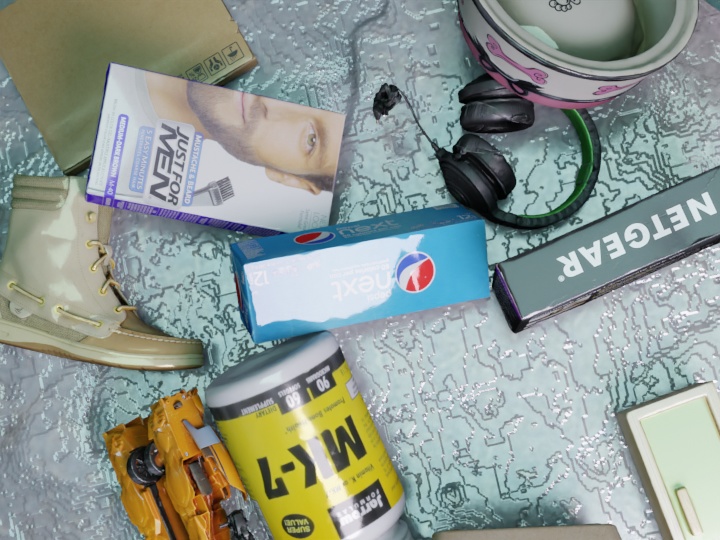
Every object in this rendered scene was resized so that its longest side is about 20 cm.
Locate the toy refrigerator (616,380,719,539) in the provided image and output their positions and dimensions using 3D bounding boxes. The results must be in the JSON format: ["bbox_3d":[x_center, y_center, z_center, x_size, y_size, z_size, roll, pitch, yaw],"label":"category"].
[{"bbox_3d":[0.276,0.195,0.940,0.075,0.070,0.202,-19,82,2],"label":"toy refrigerator"}]

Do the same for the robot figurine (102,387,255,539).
[{"bbox_3d":[-0.132,0.204,0.962,0.145,0.058,0.201,-30,82,42],"label":"robot figurine"}]

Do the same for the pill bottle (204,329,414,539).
[{"bbox_3d":[-0.033,0.159,0.938,0.114,0.114,0.201,-24,96,2],"label":"pill bottle"}]

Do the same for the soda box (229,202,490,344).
[{"bbox_3d":[0.000,0.000,0.955,0.198,0.064,0.068,-11,108,-13],"label":"soda box"}]

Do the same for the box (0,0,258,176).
[{"bbox_3d":[-0.215,-0.203,1.058,0.199,0.021,0.164,-30,81,2],"label":"box"}]

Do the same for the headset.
[{"bbox_3d":[0.105,-0.110,0.980,0.198,0.094,0.124,18,85,-4],"label":"headset"}]

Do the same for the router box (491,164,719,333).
[{"bbox_3d":[0.203,-0.016,0.932,0.199,0.149,0.051,-24,82,2],"label":"router box"}]

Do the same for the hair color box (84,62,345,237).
[{"bbox_3d":[-0.120,-0.093,0.987,0.198,0.065,0.110,10,84,-14],"label":"hair color box"}]

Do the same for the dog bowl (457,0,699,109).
[{"bbox_3d":[0.167,-0.219,0.966,0.198,0.074,0.202,6,63,-11],"label":"dog bowl"}]

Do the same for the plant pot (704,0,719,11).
[{"bbox_3d":[0.350,-0.249,0.939,0.199,0.200,0.135,32,113,8],"label":"plant pot"}]

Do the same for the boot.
[{"bbox_3d":[-0.218,0.001,1.012,0.198,0.073,0.157,10,83,10],"label":"boot"}]

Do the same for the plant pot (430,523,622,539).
[{"bbox_3d":[0.128,0.287,0.890,0.198,0.200,0.179,-3,72,5],"label":"plant pot"}]
